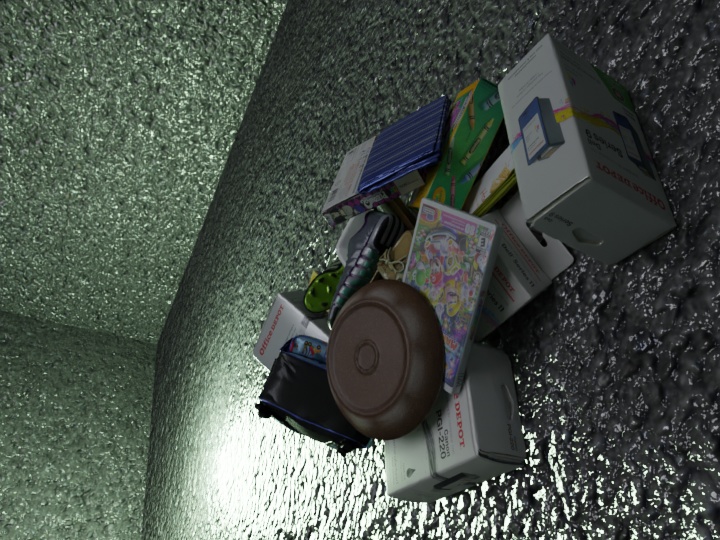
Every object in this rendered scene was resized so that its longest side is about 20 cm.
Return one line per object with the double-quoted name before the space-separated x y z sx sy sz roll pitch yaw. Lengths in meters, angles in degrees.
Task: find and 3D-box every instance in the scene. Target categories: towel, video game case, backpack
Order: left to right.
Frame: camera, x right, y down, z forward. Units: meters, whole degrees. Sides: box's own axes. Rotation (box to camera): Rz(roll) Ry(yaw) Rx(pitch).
"backpack" -0.047 0.202 0.918 0.201 0.177 0.138 64 -133 -67
"video game case" 0.034 -0.171 0.969 0.177 0.036 0.203 -22 31 28
"towel" 0.072 -0.194 0.906 0.142 0.024 0.203 -22 29 28
"video game case" 0.099 0.026 0.733 0.142 0.018 0.207 31 112 53
"towel" 0.156 -0.082 0.779 0.200 0.018 0.086 -48 0 43

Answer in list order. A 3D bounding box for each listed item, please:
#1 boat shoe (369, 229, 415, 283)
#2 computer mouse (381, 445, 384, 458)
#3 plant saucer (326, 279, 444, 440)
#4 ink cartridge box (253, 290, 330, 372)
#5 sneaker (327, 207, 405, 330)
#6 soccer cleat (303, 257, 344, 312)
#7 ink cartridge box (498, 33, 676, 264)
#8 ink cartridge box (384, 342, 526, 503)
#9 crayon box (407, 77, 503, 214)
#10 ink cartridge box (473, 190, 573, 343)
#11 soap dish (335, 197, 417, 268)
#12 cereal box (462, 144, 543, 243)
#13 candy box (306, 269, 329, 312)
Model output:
"boat shoe" 0.032 0.028 0.864 0.204 0.062 0.073 -61 28 15
"computer mouse" 0.025 0.211 0.991 0.200 0.045 0.145 38 111 63
"plant saucer" 0.018 0.112 0.757 0.196 0.036 0.208 -10 76 42
"ink cartridge box" -0.095 0.154 1.118 0.198 0.083 0.149 38 111 26
"sneaker" 0.000 0.000 0.931 0.204 0.073 0.087 -61 34 6
"soccer cleat" -0.046 0.019 1.153 0.200 0.067 0.081 -47 2 -35
"ink cartridge box" 0.238 -0.128 0.634 0.087 0.142 0.206 -39 42 46
"ink cartridge box" 0.113 0.204 0.773 0.200 0.083 0.150 -43 39 44
"crayon box" 0.145 -0.175 0.889 0.119 0.057 0.205 -131 65 -81
"ink cartridge box" 0.158 0.009 0.751 0.119 0.066 0.201 54 133 14
"soap dish" 0.049 -0.027 0.988 0.160 0.079 0.202 -58 46 30
"cereal box" 0.200 -0.083 0.804 0.201 0.038 0.147 -52 33 40
"candy box" -0.069 0.092 1.239 0.200 0.054 0.119 46 119 60
